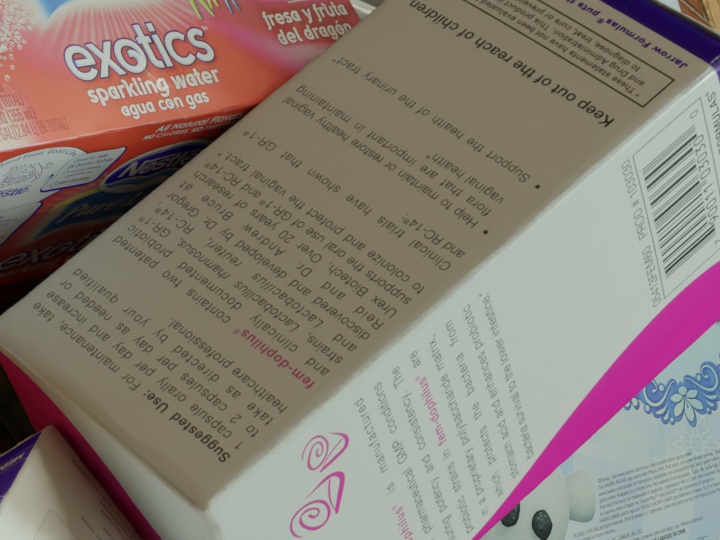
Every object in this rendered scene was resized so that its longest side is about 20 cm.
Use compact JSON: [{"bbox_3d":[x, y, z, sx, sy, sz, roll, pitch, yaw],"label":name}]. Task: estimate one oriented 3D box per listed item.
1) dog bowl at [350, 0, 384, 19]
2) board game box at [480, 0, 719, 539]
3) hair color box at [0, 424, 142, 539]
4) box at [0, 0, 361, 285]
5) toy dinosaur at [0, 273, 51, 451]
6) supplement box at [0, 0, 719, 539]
[{"bbox_3d":[-0.032,-0.089,1.003,0.200,0.059,0.200,25,8,-4],"label":"dog bowl"},{"bbox_3d":[0.063,0.012,0.905,0.200,0.043,0.200,-11,82,-44],"label":"board game box"},{"bbox_3d":[-0.088,0.132,0.642,0.109,0.065,0.200,54,17,-13],"label":"hair color box"},{"bbox_3d":[-0.102,-0.057,0.763,0.200,0.100,0.096,-15,72,-49],"label":"box"},{"bbox_3d":[-0.078,0.050,0.831,0.200,0.047,0.088,58,34,4],"label":"toy dinosaur"},{"bbox_3d":[0.010,0.009,0.754,0.103,0.200,0.101,34,-25,35],"label":"supplement box"}]
